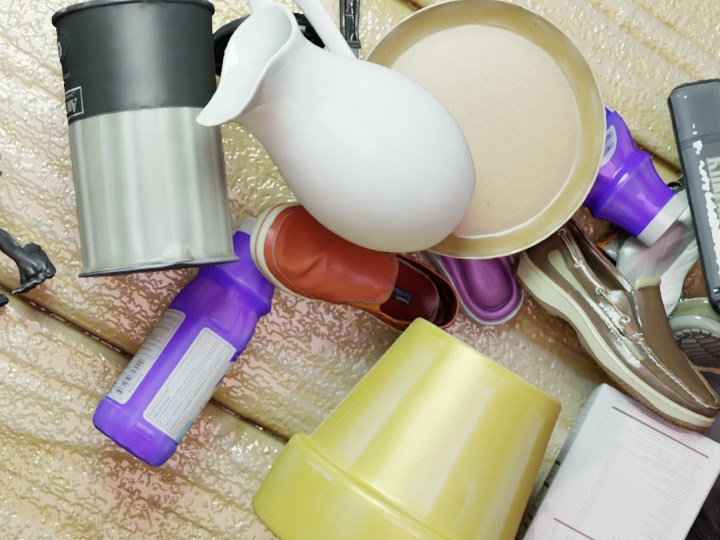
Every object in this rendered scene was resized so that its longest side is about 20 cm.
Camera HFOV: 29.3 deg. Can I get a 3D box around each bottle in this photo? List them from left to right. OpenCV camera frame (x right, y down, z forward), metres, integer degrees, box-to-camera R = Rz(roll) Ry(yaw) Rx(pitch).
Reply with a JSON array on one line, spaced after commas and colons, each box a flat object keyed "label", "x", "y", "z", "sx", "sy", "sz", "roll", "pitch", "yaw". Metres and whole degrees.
[{"label": "bottle", "x": -0.124, "y": 0.053, "z": 1.056, "sx": 0.065, "sy": 0.084, "sz": 0.200, "roll": 37, "pitch": 77, "yaw": -13}, {"label": "bottle", "x": 0.171, "y": -0.100, "z": 1.102, "sx": 0.200, "sy": 0.065, "sz": 0.084, "roll": 43, "pitch": 86, "yaw": 7}]

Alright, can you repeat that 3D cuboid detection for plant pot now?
[{"label": "plant pot", "x": 0.048, "y": 0.147, "z": 1.037, "sx": 0.200, "sy": 0.201, "sz": 0.189, "roll": 31, "pitch": 89, "yaw": -11}, {"label": "plant pot", "x": 0.088, "y": -0.108, "z": 1.061, "sx": 0.199, "sy": 0.027, "sz": 0.201, "roll": 0, "pitch": 89, "yaw": 4}]

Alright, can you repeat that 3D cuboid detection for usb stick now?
[{"label": "usb stick", "x": 0.287, "y": -0.061, "z": 1.092, "sx": 0.055, "sy": 0.033, "sz": 0.201, "roll": -6, "pitch": 68, "yaw": 0}]

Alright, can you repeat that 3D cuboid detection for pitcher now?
[{"label": "pitcher", "x": -0.011, "y": -0.117, "z": 0.979, "sx": 0.200, "sy": 0.121, "sz": 0.172, "roll": 34, "pitch": 46, "yaw": -32}]

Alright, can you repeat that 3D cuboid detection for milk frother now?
[{"label": "milk frother", "x": -0.114, "y": -0.097, "z": 1.013, "sx": 0.199, "sy": 0.181, "sz": 0.189, "roll": -6, "pitch": 90, "yaw": -5}]

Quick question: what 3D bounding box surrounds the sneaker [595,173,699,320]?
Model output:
[{"label": "sneaker", "x": 0.248, "y": -0.031, "z": 1.142, "sx": 0.079, "sy": 0.074, "sz": 0.200, "roll": 31, "pitch": 86, "yaw": -5}]

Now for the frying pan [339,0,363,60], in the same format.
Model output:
[{"label": "frying pan", "x": 0.004, "y": -0.150, "z": 1.113, "sx": 0.115, "sy": 0.031, "sz": 0.190, "roll": 25, "pitch": 89, "yaw": -13}]

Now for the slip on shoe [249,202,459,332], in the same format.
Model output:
[{"label": "slip on shoe", "x": 0.000, "y": 0.000, "z": 1.059, "sx": 0.200, "sy": 0.061, "sz": 0.074, "roll": 26, "pitch": 77, "yaw": -37}]

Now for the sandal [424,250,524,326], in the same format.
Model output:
[{"label": "sandal", "x": 0.077, "y": -0.043, "z": 1.106, "sx": 0.082, "sy": 0.050, "sz": 0.203, "roll": -41, "pitch": 108, "yaw": -10}]

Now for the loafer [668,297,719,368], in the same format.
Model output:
[{"label": "loafer", "x": 0.324, "y": 0.046, "z": 1.143, "sx": 0.200, "sy": 0.075, "sz": 0.070, "roll": 15, "pitch": 71, "yaw": -40}]

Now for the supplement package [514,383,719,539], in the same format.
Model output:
[{"label": "supplement package", "x": 0.194, "y": 0.205, "z": 1.104, "sx": 0.114, "sy": 0.110, "sz": 0.200, "roll": 28, "pitch": 87, "yaw": 8}]

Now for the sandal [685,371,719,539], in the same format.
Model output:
[{"label": "sandal", "x": 0.299, "y": 0.187, "z": 1.169, "sx": 0.075, "sy": 0.048, "sz": 0.201, "roll": -10, "pitch": 93, "yaw": -11}]

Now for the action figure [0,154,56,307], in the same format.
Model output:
[{"label": "action figure", "x": -0.311, "y": -0.061, "z": 1.015, "sx": 0.119, "sy": 0.102, "sz": 0.200, "roll": -32, "pitch": 99, "yaw": 3}]

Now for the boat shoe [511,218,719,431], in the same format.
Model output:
[{"label": "boat shoe", "x": 0.208, "y": 0.036, "z": 1.071, "sx": 0.202, "sy": 0.075, "sz": 0.075, "roll": 44, "pitch": 113, "yaw": 19}]
